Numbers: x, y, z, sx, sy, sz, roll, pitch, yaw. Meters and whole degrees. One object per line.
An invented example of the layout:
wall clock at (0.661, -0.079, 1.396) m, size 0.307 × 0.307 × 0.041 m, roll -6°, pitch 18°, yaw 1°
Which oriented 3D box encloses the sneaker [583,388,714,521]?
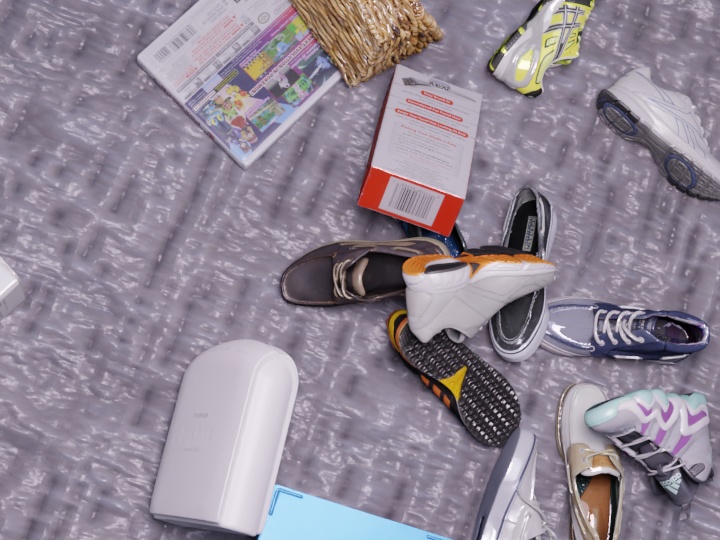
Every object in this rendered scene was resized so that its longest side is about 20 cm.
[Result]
sneaker at (0.331, 0.207, 1.549) m, size 0.199 × 0.077 × 0.141 m, roll 4°, pitch 69°, yaw -40°

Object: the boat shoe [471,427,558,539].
boat shoe at (0.177, 0.280, 1.549) m, size 0.085 × 0.075 × 0.204 m, roll 19°, pitch 79°, yaw -6°

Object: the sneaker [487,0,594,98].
sneaker at (0.240, -0.292, 1.696) m, size 0.076 × 0.075 × 0.200 m, roll 43°, pitch 85°, yaw -5°

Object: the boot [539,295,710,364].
boot at (0.295, 0.063, 1.608) m, size 0.198 × 0.090 × 0.074 m, roll 6°, pitch 77°, yaw -8°

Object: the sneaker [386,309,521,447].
sneaker at (0.104, 0.113, 1.580) m, size 0.070 × 0.090 × 0.200 m, roll -45°, pitch 113°, yaw -3°

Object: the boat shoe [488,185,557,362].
boat shoe at (0.183, 0.001, 1.603) m, size 0.073 × 0.068 × 0.201 m, roll 9°, pitch 73°, yaw 26°

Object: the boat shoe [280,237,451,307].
boat shoe at (0.000, 0.000, 1.553) m, size 0.198 × 0.073 × 0.075 m, roll -12°, pitch 91°, yaw 16°

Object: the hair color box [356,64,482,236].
hair color box at (0.069, -0.138, 1.583) m, size 0.110 × 0.064 × 0.201 m, roll 19°, pitch 43°, yaw -4°

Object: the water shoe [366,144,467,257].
water shoe at (0.076, -0.071, 1.609) m, size 0.071 × 0.079 × 0.201 m, roll -29°, pitch 83°, yaw -14°

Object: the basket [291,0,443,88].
basket at (0.009, -0.343, 1.616) m, size 0.148 × 0.143 × 0.201 m, roll -31°, pitch 82°, yaw -25°

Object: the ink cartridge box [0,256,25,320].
ink cartridge box at (-0.478, 0.034, 1.495) m, size 0.200 × 0.084 × 0.144 m, roll -43°, pitch 86°, yaw -14°

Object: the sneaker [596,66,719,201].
sneaker at (0.380, -0.167, 1.686) m, size 0.200 × 0.075 × 0.087 m, roll 45°, pitch 70°, yaw 2°

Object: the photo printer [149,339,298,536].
photo printer at (-0.141, 0.171, 1.479) m, size 0.069 × 0.166 × 0.202 m, roll 22°, pitch 74°, yaw -32°

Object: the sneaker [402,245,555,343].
sneaker at (0.124, 0.028, 1.510) m, size 0.198 × 0.076 × 0.093 m, roll -6°, pitch 108°, yaw -33°

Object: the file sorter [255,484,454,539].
file sorter at (-0.021, 0.326, 1.482) m, size 0.198 × 0.123 × 0.140 m, roll 18°, pitch 76°, yaw -4°

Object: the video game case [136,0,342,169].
video game case at (-0.129, -0.248, 1.647) m, size 0.182 × 0.023 × 0.200 m, roll 44°, pitch 74°, yaw 3°

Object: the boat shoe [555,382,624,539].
boat shoe at (0.265, 0.222, 1.579) m, size 0.074 × 0.068 × 0.202 m, roll -3°, pitch 77°, yaw -9°
